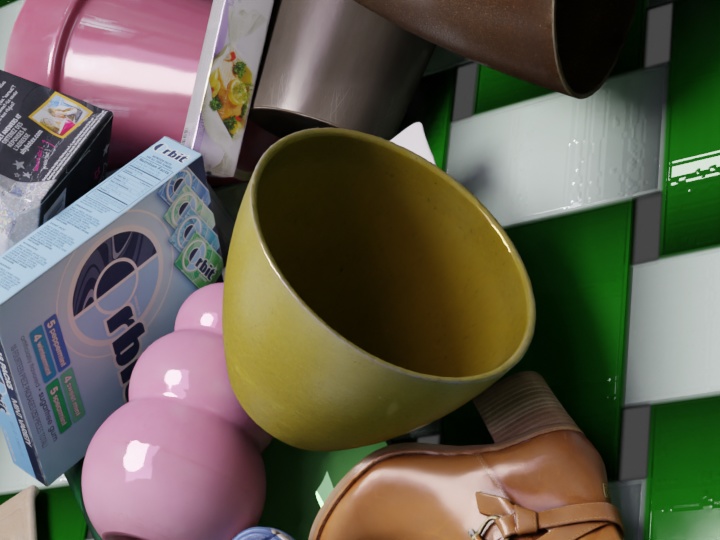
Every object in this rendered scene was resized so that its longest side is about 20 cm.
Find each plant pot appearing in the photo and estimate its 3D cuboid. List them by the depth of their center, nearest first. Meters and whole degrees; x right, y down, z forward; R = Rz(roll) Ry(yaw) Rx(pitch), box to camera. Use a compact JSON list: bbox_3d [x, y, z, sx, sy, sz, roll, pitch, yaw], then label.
[{"bbox_3d":[-0.009,0.032,1.088,0.142,0.198,0.201,-53,38,38],"label":"plant pot"},{"bbox_3d":[0.073,-0.225,1.156,0.198,0.187,0.189,13,76,24],"label":"plant pot"},{"bbox_3d":[-0.157,-0.144,1.384,0.177,0.200,0.202,10,75,29],"label":"plant pot"}]

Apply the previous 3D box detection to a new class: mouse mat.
[{"bbox_3d":[-0.062,0.170,1.180,0.198,0.008,0.162,-26,62,6],"label":"mouse mat"}]

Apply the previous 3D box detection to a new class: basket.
[{"bbox_3d":[-0.006,-0.195,1.301,0.179,0.136,0.202,13,80,34],"label":"basket"}]

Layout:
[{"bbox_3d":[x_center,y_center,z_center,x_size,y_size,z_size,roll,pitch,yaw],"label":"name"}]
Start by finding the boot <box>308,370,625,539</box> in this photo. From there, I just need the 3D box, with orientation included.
[{"bbox_3d":[0.069,0.175,1.071,0.199,0.077,0.156,-32,53,8],"label":"boot"}]

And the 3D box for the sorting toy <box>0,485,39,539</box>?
[{"bbox_3d":[-0.318,0.297,1.399,0.184,0.036,0.201,-33,45,26],"label":"sorting toy"}]

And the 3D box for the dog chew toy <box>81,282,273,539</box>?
[{"bbox_3d":[-0.108,0.098,1.161,0.124,0.124,0.202,-5,55,41],"label":"dog chew toy"}]

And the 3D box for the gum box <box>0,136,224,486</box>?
[{"bbox_3d":[-0.182,0.028,1.232,0.044,0.171,0.200,26,51,34],"label":"gum box"}]

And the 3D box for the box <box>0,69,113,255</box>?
[{"bbox_3d":[-0.270,-0.025,1.283,0.133,0.114,0.201,-62,-11,-50],"label":"box"}]

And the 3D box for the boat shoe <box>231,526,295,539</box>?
[{"bbox_3d":[-0.007,0.245,1.095,0.072,0.072,0.201,-38,72,6],"label":"boat shoe"}]

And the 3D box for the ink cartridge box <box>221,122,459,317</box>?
[{"bbox_3d":[0.000,0.000,1.232,0.199,0.067,0.118,-36,49,24],"label":"ink cartridge box"}]

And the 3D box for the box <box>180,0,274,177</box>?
[{"bbox_3d":[-0.093,-0.169,1.271,0.041,0.038,0.202,-175,98,-69],"label":"box"}]

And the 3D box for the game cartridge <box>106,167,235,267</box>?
[{"bbox_3d":[-0.179,-0.013,1.363,0.199,0.133,0.041,-20,30,34],"label":"game cartridge"}]

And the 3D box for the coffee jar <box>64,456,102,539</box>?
[{"bbox_3d":[-0.184,0.136,1.318,0.105,0.085,0.200,-51,43,5],"label":"coffee jar"}]
